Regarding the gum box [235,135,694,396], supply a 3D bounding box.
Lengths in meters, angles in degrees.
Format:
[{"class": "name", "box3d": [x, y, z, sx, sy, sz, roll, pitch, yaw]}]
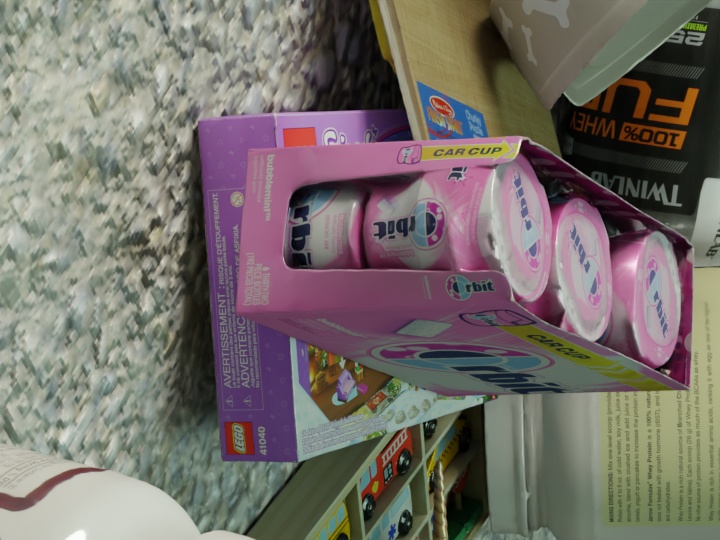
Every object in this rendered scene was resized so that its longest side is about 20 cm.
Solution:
[{"class": "gum box", "box3d": [0.045, 0.001, 0.898, 0.200, 0.113, 0.066, 24, 66, -60]}]

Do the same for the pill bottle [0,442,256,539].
[{"class": "pill bottle", "box3d": [-0.109, 0.102, 0.637, 0.110, 0.199, 0.110, -37, 132, -54]}]

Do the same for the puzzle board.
[{"class": "puzzle board", "box3d": [0.046, -0.092, 1.023, 0.200, 0.017, 0.151, 14, 61, -67]}]

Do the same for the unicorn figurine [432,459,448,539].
[{"class": "unicorn figurine", "box3d": [0.073, 0.196, 1.109, 0.200, 0.137, 0.074, 106, 5, -52]}]

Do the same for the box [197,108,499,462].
[{"class": "box", "box3d": [0.000, 0.000, 0.979, 0.200, 0.039, 0.138, -9, 96, -63]}]

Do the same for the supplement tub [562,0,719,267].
[{"class": "supplement tub", "box3d": [0.174, -0.088, 1.239, 0.122, 0.122, 0.201, -10, 108, -63]}]

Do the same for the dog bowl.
[{"class": "dog bowl", "box3d": [0.141, -0.154, 1.034, 0.200, 0.059, 0.200, -41, 174, -5]}]

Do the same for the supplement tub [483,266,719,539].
[{"class": "supplement tub", "box3d": [0.164, 0.070, 1.158, 0.145, 0.199, 0.146, -2, 90, -84]}]

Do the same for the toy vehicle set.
[{"class": "toy vehicle set", "box3d": [0.007, 0.123, 1.090, 0.200, 0.026, 0.125, -49, 142, -46]}]
